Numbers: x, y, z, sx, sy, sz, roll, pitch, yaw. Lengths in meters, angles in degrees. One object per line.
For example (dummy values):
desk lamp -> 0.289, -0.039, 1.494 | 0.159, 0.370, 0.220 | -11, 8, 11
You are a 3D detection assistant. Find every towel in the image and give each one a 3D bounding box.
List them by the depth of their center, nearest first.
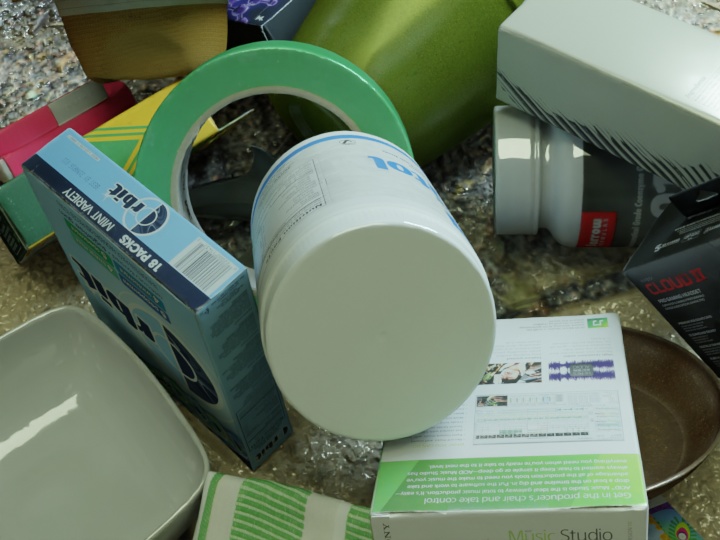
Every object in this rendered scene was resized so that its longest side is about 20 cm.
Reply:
towel -> -0.027, 0.207, 0.648 | 0.198, 0.023, 0.155 | 9, 83, 34

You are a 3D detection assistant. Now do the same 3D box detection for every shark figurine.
shark figurine -> -0.097, -0.058, 0.882 | 0.211, 0.090, 0.129 | 2, 53, 4

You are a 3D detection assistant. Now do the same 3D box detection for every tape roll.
tape roll -> -0.058, -0.058, 0.808 | 0.198, 0.203, 0.048 | -6, 17, 1

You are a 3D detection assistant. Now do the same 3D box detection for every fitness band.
fitness band -> -0.269, -0.101, 0.906 | 0.199, 0.038, 0.143 | -37, 17, -34

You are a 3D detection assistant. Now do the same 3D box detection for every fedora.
fedora -> -0.161, -0.187, 0.860 | 0.198, 0.083, 0.201 | -6, 12, 1

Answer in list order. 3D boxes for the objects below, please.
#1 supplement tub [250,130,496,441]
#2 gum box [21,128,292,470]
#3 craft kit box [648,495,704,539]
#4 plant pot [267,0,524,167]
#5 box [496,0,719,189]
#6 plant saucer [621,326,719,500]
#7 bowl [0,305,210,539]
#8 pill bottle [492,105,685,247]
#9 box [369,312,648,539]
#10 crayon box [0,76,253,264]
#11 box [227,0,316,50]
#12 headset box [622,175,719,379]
supplement tub -> 0.000, 0.000, 0.690 | 0.130, 0.133, 0.200 | -12, 22, -4
gum box -> -0.128, 0.024, 0.753 | 0.169, 0.201, 0.044 | 36, 65, 27
craft kit box -> 0.125, 0.206, 0.668 | 0.199, 0.049, 0.198 | -24, 51, -29
plant pot -> 0.033, -0.168, 0.898 | 0.200, 0.201, 0.193 | 38, 77, 28
box -> 0.193, -0.123, 0.770 | 0.199, 0.069, 0.082 | 32, 59, 28
plant saucer -> 0.128, 0.096, 0.718 | 0.198, 0.037, 0.201 | -7, 27, 3
bowl -> -0.213, 0.143, 0.754 | 0.199, 0.075, 0.200 | -36, 60, -19
pill bottle -> 0.198, -0.074, 0.848 | 0.197, 0.114, 0.115 | 0, 54, 6
box -> 0.087, 0.090, 0.664 | 0.142, 0.037, 0.200 | -3, 25, 10
crayon box -> -0.190, -0.084, 0.884 | 0.199, 0.126, 0.052 | -35, 97, -19
box -> -0.056, -0.251, 1.002 | 0.140, 0.079, 0.200 | 22, 58, 37
headset box -> 0.270, 0.017, 0.690 | 0.200, 0.149, 0.077 | 46, 65, -9
